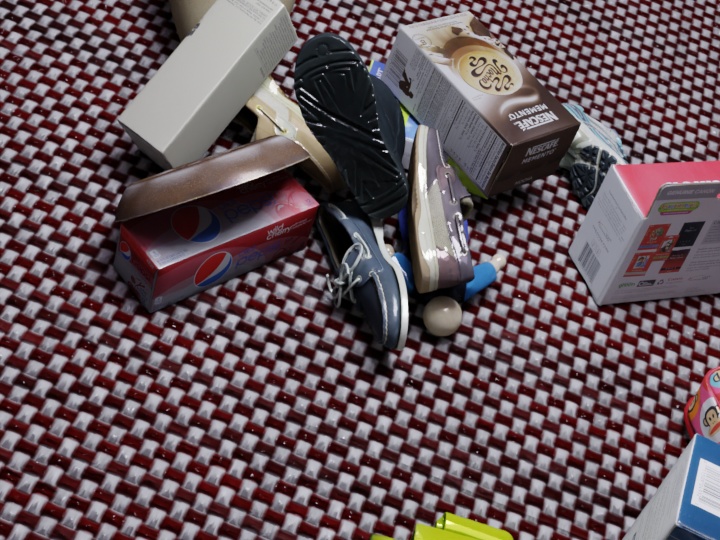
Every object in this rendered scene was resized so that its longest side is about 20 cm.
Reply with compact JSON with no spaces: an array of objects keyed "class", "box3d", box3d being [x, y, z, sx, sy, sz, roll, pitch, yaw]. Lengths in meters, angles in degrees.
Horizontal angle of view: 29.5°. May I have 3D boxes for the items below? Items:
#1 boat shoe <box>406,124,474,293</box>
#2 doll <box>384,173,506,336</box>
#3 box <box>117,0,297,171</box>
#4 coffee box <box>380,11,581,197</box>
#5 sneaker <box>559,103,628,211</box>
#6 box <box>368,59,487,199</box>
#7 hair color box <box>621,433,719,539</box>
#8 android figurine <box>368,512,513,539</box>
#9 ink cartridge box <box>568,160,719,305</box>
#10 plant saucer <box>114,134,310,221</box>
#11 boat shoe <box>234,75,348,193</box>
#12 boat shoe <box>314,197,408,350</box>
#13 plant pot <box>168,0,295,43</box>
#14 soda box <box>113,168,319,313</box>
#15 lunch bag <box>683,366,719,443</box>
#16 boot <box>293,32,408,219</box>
[{"class":"boat shoe","box3d":[0.081,-0.062,1.372,0.064,0.072,0.202,2,49,-4]},{"class":"doll","box3d":[0.084,-0.016,1.409,0.134,0.049,0.202,8,45,-8]},{"class":"box","box3d":[-0.155,-0.198,1.405,0.068,0.082,0.201,36,80,18]},{"class":"coffee box","box3d":[0.130,-0.186,1.501,0.112,0.080,0.200,-20,58,-37]},{"class":"sneaker","box3d":[0.280,-0.130,1.574,0.085,0.078,0.201,-15,54,-35]},{"class":"box","box3d":[0.066,-0.164,1.548,0.197,0.048,0.123,20,43,-2]},{"class":"hair color box","box3d":[0.250,0.238,1.114,0.060,0.201,0.100,25,44,4]},{"class":"android figurine","box3d":[0.093,0.283,1.128,0.197,0.041,0.183,15,43,-3]},{"class":"ink cartridge box","box3d":[0.350,-0.058,1.457,0.197,0.177,0.084,-4,48,-24]},{"class":"plant saucer","box3d":[-0.145,-0.092,1.310,0.199,0.199,0.033,-24,99,-36]},{"class":"boat shoe","box3d":[-0.093,-0.149,1.465,0.066,0.074,0.200,-39,74,-17]},{"class":"boat shoe","box3d":[0.000,0.000,1.344,0.061,0.075,0.202,2,46,-20]},{"class":"plant pot","box3d":[-0.147,-0.324,1.548,0.184,0.188,0.203,9,58,-12]},{"class":"soda box","box3d":[-0.139,-0.034,1.334,0.199,0.064,0.070,-25,59,-36]},{"class":"lunch bag","box3d":[0.428,0.177,1.325,0.197,0.082,0.178,2,48,-20]},{"class":"boot","box3d":[-0.008,-0.167,1.392,0.076,0.202,0.169,-23,25,10]}]
